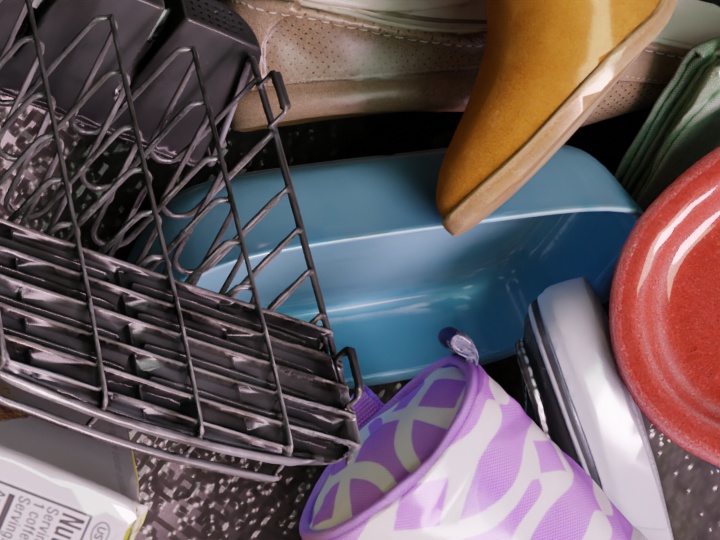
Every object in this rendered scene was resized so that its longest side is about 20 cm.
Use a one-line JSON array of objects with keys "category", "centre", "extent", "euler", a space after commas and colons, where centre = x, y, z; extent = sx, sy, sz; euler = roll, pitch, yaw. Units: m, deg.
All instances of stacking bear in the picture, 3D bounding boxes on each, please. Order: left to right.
[{"category": "stacking bear", "centre": [0.161, 0.025, 0.841], "extent": [0.113, 0.200, 0.122], "euler": [-11, 78, 17]}]

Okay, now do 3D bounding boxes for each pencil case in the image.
[{"category": "pencil case", "centre": [0.065, 0.116, 0.777], "extent": [0.084, 0.085, 0.200], "euler": [-45, 104, -11]}]

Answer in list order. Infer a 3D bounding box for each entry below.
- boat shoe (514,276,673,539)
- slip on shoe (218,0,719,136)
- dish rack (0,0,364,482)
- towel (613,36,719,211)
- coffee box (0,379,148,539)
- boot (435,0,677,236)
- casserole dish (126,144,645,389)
[{"category": "boat shoe", "centre": [0.071, 0.092, 0.844], "extent": [0.071, 0.072, 0.200], "euler": [-12, 126, 4]}, {"category": "slip on shoe", "centre": [0.048, -0.066, 0.809], "extent": [0.199, 0.076, 0.061], "euler": [6, 88, -24]}, {"category": "dish rack", "centre": [-0.078, -0.022, 0.640], "extent": [0.153, 0.200, 0.055], "euler": [19, 126, -32]}, {"category": "towel", "centre": [0.176, -0.047, 0.858], "extent": [0.200, 0.023, 0.153], "euler": [-14, 151, -26]}, {"category": "coffee box", "centre": [-0.184, 0.087, 0.623], "extent": [0.197, 0.200, 0.200], "euler": [22, 97, -12]}, {"category": "boot", "centre": [0.042, -0.127, 0.722], "extent": [0.144, 0.071, 0.201], "euler": [38, 96, 2]}, {"category": "casserole dish", "centre": [0.000, 0.000, 0.794], "extent": [0.199, 0.121, 0.039], "euler": [-9, 65, -25]}]
